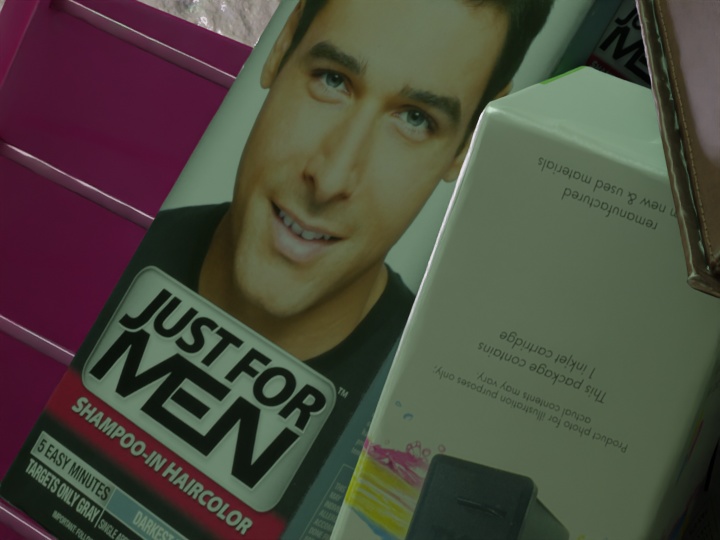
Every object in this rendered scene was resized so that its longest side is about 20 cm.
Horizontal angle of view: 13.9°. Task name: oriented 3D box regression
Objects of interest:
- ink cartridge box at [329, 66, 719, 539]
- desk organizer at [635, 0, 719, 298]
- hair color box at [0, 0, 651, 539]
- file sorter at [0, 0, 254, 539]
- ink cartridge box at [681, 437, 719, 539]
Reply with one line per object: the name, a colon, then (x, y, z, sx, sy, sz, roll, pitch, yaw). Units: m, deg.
ink cartridge box: (0.036, 0.061, 0.674, 0.067, 0.200, 0.117, 22, 13, 11)
desk organizer: (0.107, -0.068, 0.622, 0.077, 0.072, 0.200, -58, 18, 30)
hair color box: (0.000, 0.000, 0.764, 0.099, 0.200, 0.061, 31, 0, 43)
file sorter: (-0.057, 0.033, 0.898, 0.125, 0.200, 0.139, 27, 5, 31)
ink cartridge box: (0.129, -0.007, 0.701, 0.044, 0.094, 0.200, 17, -52, -19)
